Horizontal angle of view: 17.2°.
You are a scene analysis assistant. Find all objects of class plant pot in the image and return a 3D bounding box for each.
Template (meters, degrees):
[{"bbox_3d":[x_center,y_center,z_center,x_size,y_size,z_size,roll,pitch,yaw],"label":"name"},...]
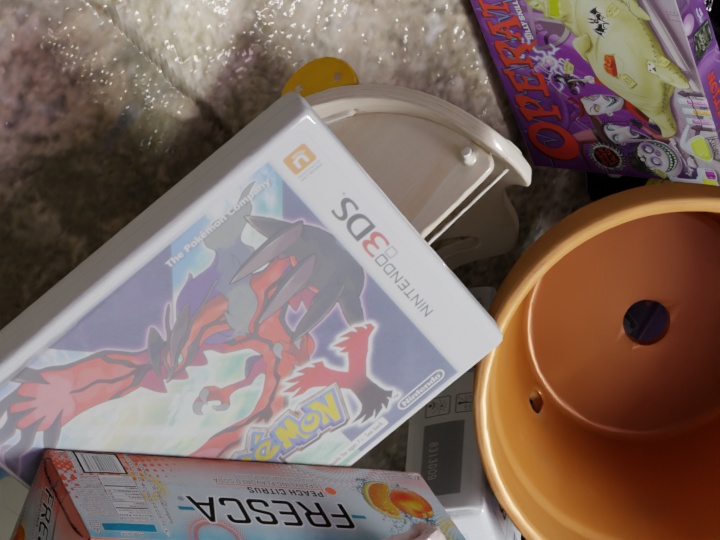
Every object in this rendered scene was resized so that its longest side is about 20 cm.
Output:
[{"bbox_3d":[0.150,0.045,1.174,0.199,0.140,0.201,0,105,-1],"label":"plant pot"}]

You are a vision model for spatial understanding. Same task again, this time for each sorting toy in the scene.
[{"bbox_3d":[0.000,0.000,1.153,0.200,0.107,0.180,-44,151,8],"label":"sorting toy"}]

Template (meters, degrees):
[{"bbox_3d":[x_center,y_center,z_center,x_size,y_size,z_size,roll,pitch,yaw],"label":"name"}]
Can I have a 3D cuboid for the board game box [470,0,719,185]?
[{"bbox_3d":[0.114,-0.125,1.173,0.032,0.120,0.200,-54,137,-29],"label":"board game box"}]

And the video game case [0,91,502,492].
[{"bbox_3d":[-0.056,0.041,1.035,0.200,0.023,0.182,-39,133,4],"label":"video game case"}]

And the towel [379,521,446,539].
[{"bbox_3d":[-0.024,0.232,1.026,0.190,0.032,0.201,-20,108,-14],"label":"towel"}]

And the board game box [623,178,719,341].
[{"bbox_3d":[0.208,0.000,1.321,0.165,0.057,0.200,1,130,-43],"label":"board game box"}]

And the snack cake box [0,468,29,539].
[{"bbox_3d":[-0.118,0.165,1.145,0.200,0.067,0.115,24,96,-46],"label":"snack cake box"}]

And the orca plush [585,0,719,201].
[{"bbox_3d":[0.187,-0.120,1.276,0.105,0.071,0.201,33,87,-46],"label":"orca plush"}]

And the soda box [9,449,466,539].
[{"bbox_3d":[-0.053,0.128,1.046,0.199,0.064,0.069,7,120,-32],"label":"soda box"}]

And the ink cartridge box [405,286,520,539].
[{"bbox_3d":[0.074,0.135,1.249,0.047,0.160,0.200,-12,130,15],"label":"ink cartridge box"}]

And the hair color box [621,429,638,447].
[{"bbox_3d":[0.158,0.161,1.335,0.061,0.102,0.200,-19,148,11],"label":"hair color box"}]
